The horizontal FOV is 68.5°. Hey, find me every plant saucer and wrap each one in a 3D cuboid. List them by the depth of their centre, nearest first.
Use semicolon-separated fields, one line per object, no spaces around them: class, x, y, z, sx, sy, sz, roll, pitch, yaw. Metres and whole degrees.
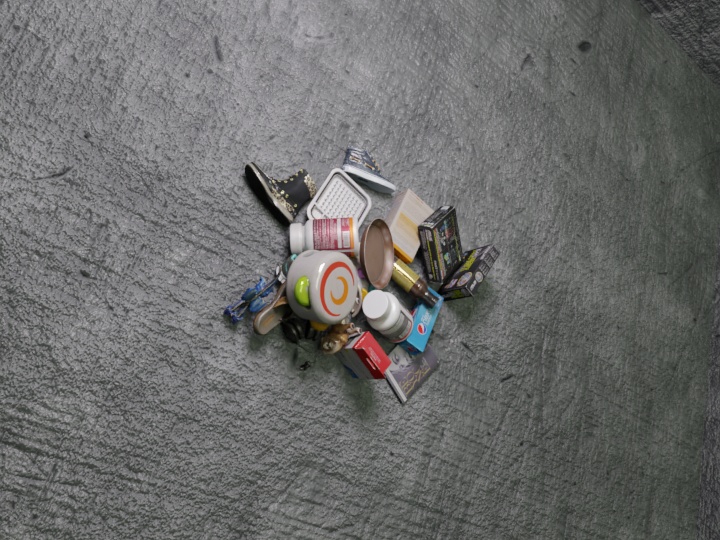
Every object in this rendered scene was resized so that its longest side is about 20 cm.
plant saucer;0.045;-0.049;1.559;0.198;0.033;0.210;3;87;-63

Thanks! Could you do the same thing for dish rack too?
dish rack;-0.068;-0.188;1.620;0.170;0.043;0.204;39;65;-18

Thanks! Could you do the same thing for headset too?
headset;-0.165;0.174;1.503;0.119;0.094;0.208;-4;69;-23

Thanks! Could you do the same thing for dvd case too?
dvd case;0.157;0.296;1.686;0.199;0.016;0.152;-39;102;-29

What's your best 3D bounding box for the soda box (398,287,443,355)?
soda box;0.194;0.161;1.688;0.067;0.064;0.204;33;61;-11

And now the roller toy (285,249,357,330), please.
roller toy;-0.105;0.043;1.412;0.201;0.136;0.186;51;58;-40

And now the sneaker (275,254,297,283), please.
sneaker;-0.140;0.017;1.507;0.194;0.092;0.080;21;40;-27

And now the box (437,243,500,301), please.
box;0.361;0.008;1.768;0.044;0.159;0.202;44;65;-13

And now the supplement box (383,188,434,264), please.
supplement box;0.144;-0.140;1.716;0.125;0.073;0.205;36;68;-20

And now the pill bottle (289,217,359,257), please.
pill bottle;-0.101;-0.091;1.510;0.191;0.110;0.115;-3;82;-1

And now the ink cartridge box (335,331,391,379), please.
ink cartridge box;0.011;0.243;1.504;0.067;0.198;0.118;-44;103;-27

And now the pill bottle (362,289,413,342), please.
pill bottle;0.079;0.132;1.562;0.200;0.107;0.115;45;56;-57

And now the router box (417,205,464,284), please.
router box;0.265;-0.085;1.734;0.149;0.061;0.207;-38;124;-39

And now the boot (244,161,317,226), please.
boot;-0.227;-0.253;1.526;0.206;0.072;0.154;52;59;-17

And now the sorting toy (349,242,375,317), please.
sorting toy;0.000;0.000;1.614;0.179;0.105;0.205;-40;103;-48

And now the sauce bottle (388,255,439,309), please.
sauce bottle;0.162;0.041;1.665;0.199;0.065;0.065;43;63;9

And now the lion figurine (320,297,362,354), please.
lion figurine;-0.061;0.132;1.508;0.072;0.119;0.208;27;55;-47

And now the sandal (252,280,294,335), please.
sandal;-0.209;0.097;1.427;0.200;0.053;0.084;-46;131;-28

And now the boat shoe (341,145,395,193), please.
boat shoe;0.035;-0.321;1.684;0.194;0.070;0.095;20;77;-23

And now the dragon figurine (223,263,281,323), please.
dragon figurine;-0.278;0.069;1.403;0.060;0.196;0.100;51;25;-15
